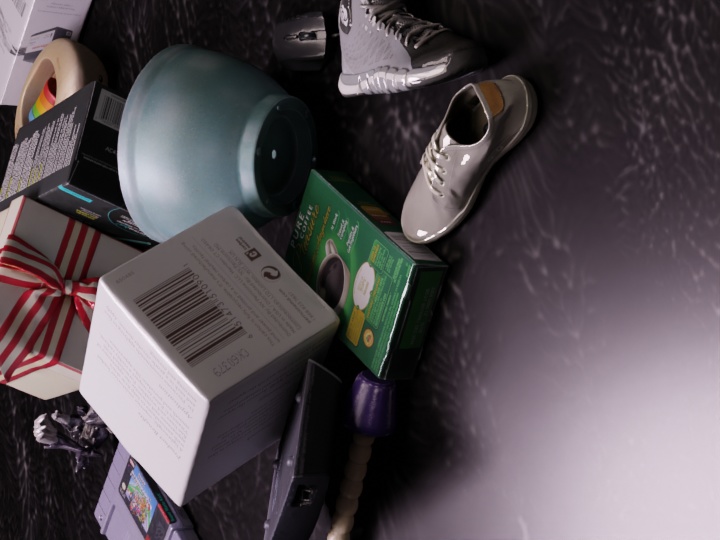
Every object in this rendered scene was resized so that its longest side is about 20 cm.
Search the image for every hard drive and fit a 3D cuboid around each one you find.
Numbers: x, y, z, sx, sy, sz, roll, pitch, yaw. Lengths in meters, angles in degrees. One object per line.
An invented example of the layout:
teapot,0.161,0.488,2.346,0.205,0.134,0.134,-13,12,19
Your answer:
hard drive,-0.056,0.183,1.613,0.200,0.042,0.135,110,169,-57

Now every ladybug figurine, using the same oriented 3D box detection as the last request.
ladybug figurine,-0.370,-0.203,2.139,0.200,0.072,0.136,-46,52,44

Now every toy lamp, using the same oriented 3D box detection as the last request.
toy lamp,-0.007,0.189,1.603,0.058,0.058,0.201,37,117,50

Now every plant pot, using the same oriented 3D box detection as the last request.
plant pot,-0.127,-0.118,1.697,0.134,0.200,0.201,8,96,29

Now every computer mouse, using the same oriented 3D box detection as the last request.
computer mouse,-0.031,-0.230,1.676,0.200,0.034,0.059,-4,84,55

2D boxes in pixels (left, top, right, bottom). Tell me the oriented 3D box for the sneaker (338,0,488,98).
sneaker,0.032,-0.218,1.526,0.200,0.075,0.116,0,103,56

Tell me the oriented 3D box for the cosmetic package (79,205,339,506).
cosmetic package,-0.148,0.082,1.642,0.165,0.165,0.200,47,146,18

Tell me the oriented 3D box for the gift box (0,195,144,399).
gift box,-0.352,0.049,1.906,0.187,0.184,0.201,-20,55,53

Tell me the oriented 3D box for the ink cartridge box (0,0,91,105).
ink cartridge box,-0.421,-0.331,2.209,0.145,0.083,0.200,57,133,39

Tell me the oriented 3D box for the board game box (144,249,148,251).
board game box,-0.278,0.033,2.021,0.200,0.039,0.159,-36,60,50

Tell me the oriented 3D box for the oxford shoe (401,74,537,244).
oxford shoe,0.079,-0.097,1.488,0.200,0.058,0.075,-52,51,43

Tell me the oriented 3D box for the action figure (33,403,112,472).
action figure,-0.319,0.161,2.014,0.200,0.102,0.119,-33,35,54

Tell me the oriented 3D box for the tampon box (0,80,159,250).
tampon box,-0.294,-0.104,1.931,0.200,0.150,0.127,-17,55,53

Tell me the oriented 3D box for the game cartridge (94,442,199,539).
game cartridge,-0.246,0.296,1.974,0.200,0.038,0.130,51,133,44

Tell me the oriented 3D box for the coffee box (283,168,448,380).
coffee box,0.000,0.000,1.611,0.200,0.044,0.123,42,123,48
